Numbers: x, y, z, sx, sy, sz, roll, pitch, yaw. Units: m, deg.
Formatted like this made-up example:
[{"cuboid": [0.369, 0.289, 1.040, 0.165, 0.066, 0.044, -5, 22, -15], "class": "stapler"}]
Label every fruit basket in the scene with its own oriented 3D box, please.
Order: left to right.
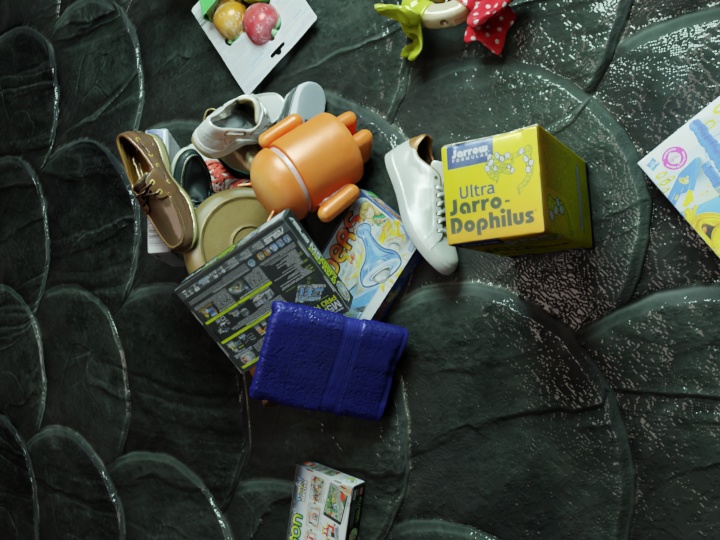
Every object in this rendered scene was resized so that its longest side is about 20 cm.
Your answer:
[{"cuboid": [-0.181, -0.434, 1.075, 0.185, 0.094, 0.201, -40, 82, 26], "class": "fruit basket"}]

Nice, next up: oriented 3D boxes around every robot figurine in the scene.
[{"cuboid": [-0.076, -0.150, 0.919, 0.145, 0.199, 0.116, 61, 162, -21], "class": "robot figurine"}]

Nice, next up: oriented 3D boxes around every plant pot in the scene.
[{"cuboid": [-0.169, -0.035, 0.971, 0.027, 0.198, 0.203, 150, 113, -65], "class": "plant pot"}]

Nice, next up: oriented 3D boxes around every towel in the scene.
[{"cuboid": [-0.045, 0.125, 0.881, 0.050, 0.198, 0.149, -127, 53, -68], "class": "towel"}]

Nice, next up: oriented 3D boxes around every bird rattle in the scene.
[{"cuboid": [0.119, -0.374, 0.852, 0.198, 0.112, 0.165, -5, 68, 31], "class": "bird rattle"}]

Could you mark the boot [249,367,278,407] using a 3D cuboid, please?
[{"cuboid": [-0.114, 0.105, 0.991, 0.200, 0.076, 0.157, -43, 59, 42], "class": "boot"}]

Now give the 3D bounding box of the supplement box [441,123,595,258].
[{"cuboid": [0.185, -0.079, 0.724, 0.108, 0.199, 0.111, -7, 83, 33], "class": "supplement box"}]

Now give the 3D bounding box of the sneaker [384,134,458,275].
[{"cuboid": [0.099, -0.096, 0.859, 0.084, 0.072, 0.202, -31, 69, 31], "class": "sneaker"}]

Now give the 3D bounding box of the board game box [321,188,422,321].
[{"cuboid": [0.000, 0.000, 0.943, 0.135, 0.034, 0.201, 41, 109, 29], "class": "board game box"}]

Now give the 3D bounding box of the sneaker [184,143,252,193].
[{"cuboid": [-0.220, -0.143, 1.059, 0.108, 0.067, 0.203, -31, 82, 46], "class": "sneaker"}]

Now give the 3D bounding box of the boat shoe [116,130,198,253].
[{"cuboid": [-0.304, -0.115, 0.931, 0.072, 0.067, 0.202, -31, 77, 21], "class": "boat shoe"}]

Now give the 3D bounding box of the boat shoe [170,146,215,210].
[{"cuboid": [-0.252, -0.094, 1.009, 0.066, 0.074, 0.201, 27, 126, 33], "class": "boat shoe"}]

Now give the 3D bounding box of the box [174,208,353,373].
[{"cuboid": [-0.135, 0.033, 0.894, 0.199, 0.044, 0.161, -32, 107, 17], "class": "box"}]

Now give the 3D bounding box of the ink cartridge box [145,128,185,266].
[{"cuboid": [-0.320, -0.112, 1.077, 0.043, 0.200, 0.199, -4, 83, -5], "class": "ink cartridge box"}]

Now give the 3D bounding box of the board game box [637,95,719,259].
[{"cuboid": [0.431, -0.099, 0.646, 0.200, 0.056, 0.197, -43, 65, 24], "class": "board game box"}]

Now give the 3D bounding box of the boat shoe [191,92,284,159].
[{"cuboid": [-0.172, -0.237, 0.982, 0.071, 0.200, 0.069, 45, 135, -2], "class": "boat shoe"}]

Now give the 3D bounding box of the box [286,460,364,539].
[{"cuboid": [-0.060, 0.403, 0.959, 0.109, 0.035, 0.203, 10, 93, 34], "class": "box"}]

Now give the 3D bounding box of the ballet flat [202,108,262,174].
[{"cuboid": [-0.216, -0.224, 1.055, 0.200, 0.067, 0.073, 43, 152, 47], "class": "ballet flat"}]

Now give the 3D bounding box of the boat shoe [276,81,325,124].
[{"cuboid": [-0.113, -0.199, 1.006, 0.068, 0.073, 0.202, 6, 84, 50], "class": "boat shoe"}]
